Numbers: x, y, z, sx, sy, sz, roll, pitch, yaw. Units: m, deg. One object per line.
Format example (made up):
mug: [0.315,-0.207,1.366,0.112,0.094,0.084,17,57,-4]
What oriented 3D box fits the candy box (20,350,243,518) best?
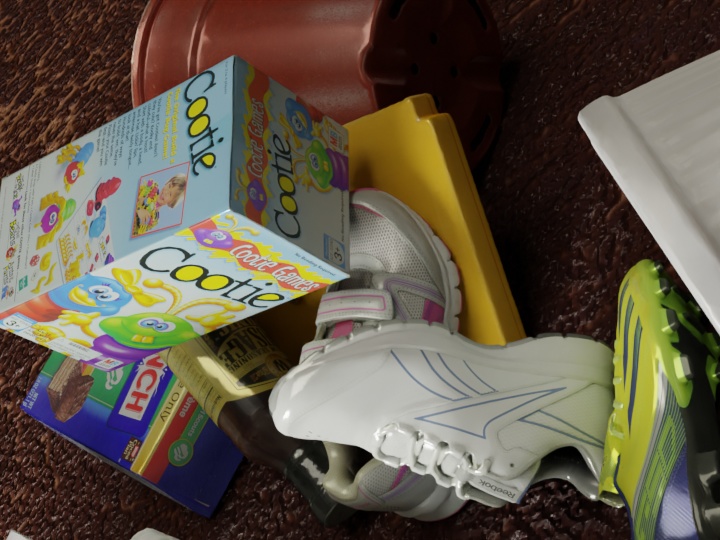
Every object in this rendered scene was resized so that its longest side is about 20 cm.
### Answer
candy box: [-0.143,0.067,1.128,0.200,0.077,0.169,15,73,52]

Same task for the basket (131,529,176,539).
basket: [-0.102,0.271,0.851,0.123,0.136,0.200,26,82,51]

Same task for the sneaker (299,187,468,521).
sneaker: [0.008,0.049,0.889,0.081,0.088,0.200,-19,78,40]

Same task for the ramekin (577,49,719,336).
ramekin: [0.192,-0.015,0.706,0.094,0.202,0.202,-34,38,9]

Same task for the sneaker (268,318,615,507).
sneaker: [0.052,0.078,0.806,0.075,0.200,0.087,112,155,-55]

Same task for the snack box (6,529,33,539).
snack box: [-0.207,0.244,0.823,0.072,0.024,0.200,19,75,34]

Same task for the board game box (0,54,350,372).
board game box: [-0.114,-0.027,0.914,0.200,0.103,0.105,-22,55,34]

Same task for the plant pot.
plant pot: [-0.019,-0.130,1.063,0.195,0.201,0.201,1,62,41]

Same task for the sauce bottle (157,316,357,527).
sauce bottle: [-0.068,0.077,0.981,0.066,0.066,0.200,-48,68,9]

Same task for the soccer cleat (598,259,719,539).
soccer cleat: [0.148,0.078,0.786,0.084,0.065,0.200,-34,40,31]

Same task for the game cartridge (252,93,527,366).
game cartridge: [0.000,0.000,0.969,0.200,0.032,0.177,-19,89,39]
